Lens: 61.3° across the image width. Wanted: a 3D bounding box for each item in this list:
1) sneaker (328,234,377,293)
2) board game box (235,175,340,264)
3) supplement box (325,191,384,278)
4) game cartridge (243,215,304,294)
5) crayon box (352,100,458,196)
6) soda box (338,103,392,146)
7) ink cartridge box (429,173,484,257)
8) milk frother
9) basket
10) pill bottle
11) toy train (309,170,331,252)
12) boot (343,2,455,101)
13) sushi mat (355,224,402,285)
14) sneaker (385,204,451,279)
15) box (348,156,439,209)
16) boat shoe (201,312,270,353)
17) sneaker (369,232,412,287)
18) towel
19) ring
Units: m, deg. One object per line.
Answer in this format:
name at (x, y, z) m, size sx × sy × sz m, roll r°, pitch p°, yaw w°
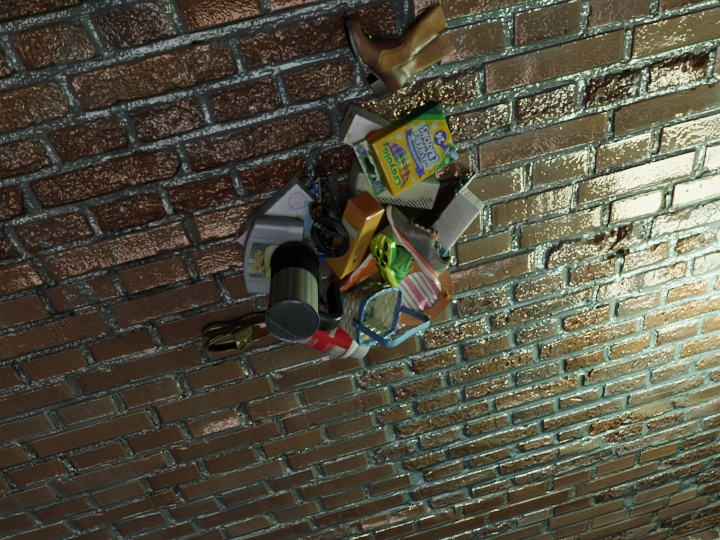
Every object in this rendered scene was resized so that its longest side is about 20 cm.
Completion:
sneaker at (0.000, 0.000, 1.488) m, size 0.199 × 0.074 × 0.077 m, roll -40°, pitch 132°, yaw 18°
board game box at (-0.155, -0.084, 1.424) m, size 0.199 × 0.042 × 0.199 m, roll -40°, pitch 123°, yaw 14°
supplement box at (-0.016, -0.076, 1.363) m, size 0.066 × 0.069 × 0.203 m, roll -29°, pitch 153°, yaw -40°
game cartridge at (-0.205, -0.029, 1.403) m, size 0.128 × 0.041 × 0.205 m, roll 5°, pitch 124°, yaw -11°
crayon box at (0.097, -0.250, 1.283) m, size 0.196 × 0.052 × 0.128 m, roll -30°, pitch 119°, yaw -3°
soda box at (0.053, -0.284, 1.324) m, size 0.195 × 0.064 × 0.069 m, roll 19°, pitch 118°, yaw -24°
ink cartridge box at (0.228, -0.125, 1.436) m, size 0.067 × 0.115 × 0.202 m, roll 39°, pitch 112°, yaw 5°
milk frother at (-0.111, 0.013, 1.301) m, size 0.174 × 0.191 × 0.204 m, roll 3°, pitch 129°, yaw -8°
basket at (0.049, 0.114, 1.474) m, size 0.174 × 0.197 × 0.143 m, roll -19°, pitch 127°, yaw -48°
pill bottle at (-0.071, 0.157, 1.566) m, size 0.196 × 0.114 × 0.113 m, roll 24°, pitch 116°, yaw -27°
toy train at (-0.090, -0.129, 1.365) m, size 0.044 × 0.035 × 0.205 m, roll 1°, pitch 125°, yaw 1°
boot at (0.080, -0.461, 1.206) m, size 0.197 × 0.069 × 0.190 m, roll -32°, pitch 125°, yaw 8°
sushi mat at (0.045, -0.047, 1.517) m, size 0.197 × 0.012 × 0.096 m, roll -34°, pitch 124°, yaw 10°
sneaker at (0.135, -0.079, 1.384) m, size 0.081 × 0.077 × 0.201 m, roll -36°, pitch 101°, yaw 14°
box at (0.075, -0.198, 1.378) m, size 0.193 × 0.083 × 0.070 m, roll 6°, pitch 125°, yaw -15°
boat shoe at (-0.304, 0.169, 1.541) m, size 0.193 × 0.075 × 0.077 m, roll -14°, pitch 127°, yaw -4°
sneaker at (0.074, -0.038, 1.413) m, size 0.083 × 0.074 × 0.201 m, roll -41°, pitch 154°, yaw -11°
towel at (0.118, 0.075, 1.608) m, size 0.197 × 0.030 × 0.147 m, roll -35°, pitch 124°, yaw 11°
ring at (0.150, 0.063, 1.581) m, size 0.193 × 0.019 × 0.206 m, roll -4°, pitch 122°, yaw -7°
